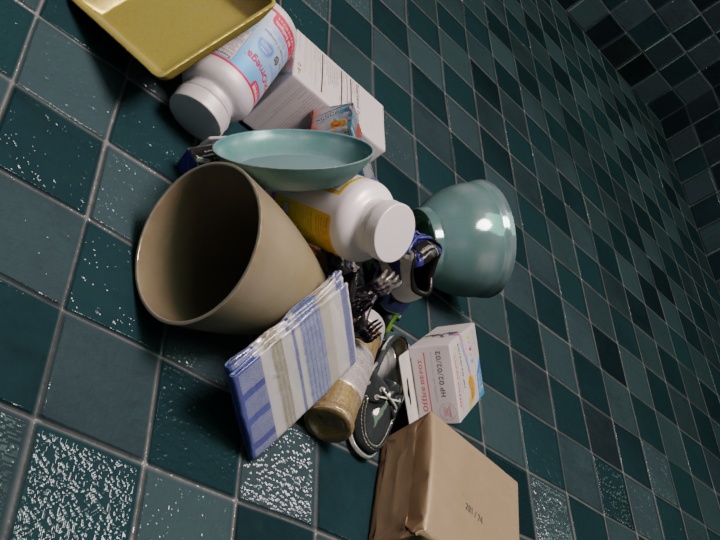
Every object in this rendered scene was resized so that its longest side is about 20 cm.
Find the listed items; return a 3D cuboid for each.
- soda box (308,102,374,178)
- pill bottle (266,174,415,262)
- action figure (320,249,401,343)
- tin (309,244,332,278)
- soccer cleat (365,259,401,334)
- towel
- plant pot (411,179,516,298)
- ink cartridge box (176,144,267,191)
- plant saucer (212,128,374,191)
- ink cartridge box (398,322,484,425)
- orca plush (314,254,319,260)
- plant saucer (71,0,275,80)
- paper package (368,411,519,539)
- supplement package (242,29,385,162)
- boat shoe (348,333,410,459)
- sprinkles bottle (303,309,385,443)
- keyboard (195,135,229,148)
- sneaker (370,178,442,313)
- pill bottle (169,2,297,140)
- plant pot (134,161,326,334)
[{"bbox_3d":[-0.020,-0.151,1.269,0.202,0.067,0.064,72,16,-44],"label":"soda box"},{"bbox_3d":[-0.026,-0.074,1.069,0.103,0.199,0.106,-21,122,-38],"label":"pill bottle"},{"bbox_3d":[0.000,0.000,1.149,0.202,0.101,0.119,-97,160,-46],"label":"action figure"},{"bbox_3d":[-0.072,-0.061,1.235,0.202,0.042,0.112,60,28,0],"label":"tin"},{"bbox_3d":[0.041,0.015,1.314,0.080,0.068,0.202,20,50,-3],"label":"soccer cleat"},{"bbox_3d":[-0.076,0.108,0.980,0.200,0.024,0.149,-41,138,-36],"label":"towel"},{"bbox_3d":[0.151,-0.049,1.413,0.132,0.201,0.203,-5,65,-26],"label":"plant pot"},{"bbox_3d":[-0.142,-0.130,1.143,0.198,0.044,0.095,-19,78,-43],"label":"ink cartridge box"},{"bbox_3d":[-0.081,-0.134,1.021,0.200,0.197,0.037,-36,133,-57],"label":"plant saucer"},{"bbox_3d":[0.124,0.155,1.236,0.200,0.067,0.117,-21,103,-67],"label":"ink cartridge box"},{"bbox_3d":[-0.085,0.009,1.126,0.105,0.071,0.202,-20,81,-57],"label":"orca plush"},{"bbox_3d":[-0.244,-0.340,1.102,0.199,0.049,0.200,-39,68,-23],"label":"plant saucer"},{"bbox_3d":[0.116,0.326,1.117,0.200,0.103,0.192,41,37,-25],"label":"paper package"},{"bbox_3d":[-0.070,-0.246,1.308,0.199,0.121,0.121,36,36,-33],"label":"supplement package"},{"bbox_3d":[0.028,0.166,1.164,0.075,0.060,0.202,41,37,-28],"label":"boat shoe"},{"bbox_3d":[-0.018,0.134,1.119,0.068,0.068,0.201,46,34,-19],"label":"sprinkles bottle"},{"bbox_3d":[-0.163,-0.175,1.183,0.199,0.056,0.011,-16,73,-57],"label":"keyboard"},{"bbox_3d":[0.059,-0.043,1.203,0.080,0.114,0.202,-24,95,-39],"label":"sneaker"},{"bbox_3d":[-0.177,-0.279,1.159,0.109,0.108,0.202,42,59,-23],"label":"pill bottle"},{"bbox_3d":[-0.130,-0.001,0.996,0.199,0.185,0.190,30,41,-52],"label":"plant pot"}]
